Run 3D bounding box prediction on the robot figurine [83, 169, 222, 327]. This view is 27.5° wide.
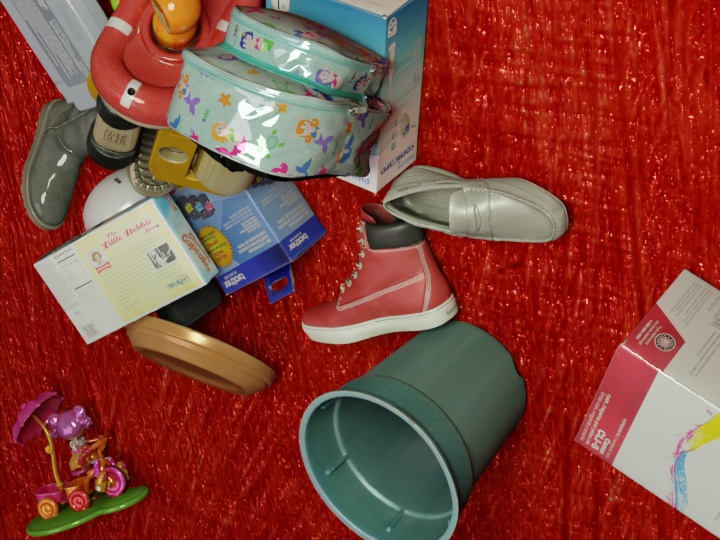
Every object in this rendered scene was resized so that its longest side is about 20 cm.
[{"bbox_3d":[-0.247,-0.030,1.775,0.149,0.125,0.201,-24,104,30],"label":"robot figurine"}]

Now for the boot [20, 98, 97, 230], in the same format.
[{"bbox_3d":[-0.317,-0.150,1.749,0.199,0.072,0.184,-9,74,40],"label":"boot"}]

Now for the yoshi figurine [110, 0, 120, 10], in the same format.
[{"bbox_3d":[-0.275,-0.371,1.580,0.112,0.112,0.202,10,131,48],"label":"yoshi figurine"}]

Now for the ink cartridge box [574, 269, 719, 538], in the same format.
[{"bbox_3d":[0.335,0.133,1.379,0.199,0.145,0.146,34,135,18],"label":"ink cartridge box"}]

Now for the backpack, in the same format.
[{"bbox_3d":[-0.077,-0.159,1.366,0.176,0.199,0.152,27,113,23],"label":"backpack"}]

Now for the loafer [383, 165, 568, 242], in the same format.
[{"bbox_3d":[0.114,-0.059,1.489,0.198,0.070,0.071,11,124,35],"label":"loafer"}]

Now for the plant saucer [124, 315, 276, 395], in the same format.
[{"bbox_3d":[-0.201,0.108,1.807,0.198,0.038,0.200,20,167,5],"label":"plant saucer"}]

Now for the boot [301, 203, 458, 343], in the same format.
[{"bbox_3d":[0.000,0.000,1.629,0.198,0.072,0.145,-13,109,36],"label":"boot"}]

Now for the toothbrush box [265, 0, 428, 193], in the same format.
[{"bbox_3d":[-0.017,-0.201,1.492,0.145,0.085,0.202,23,130,26],"label":"toothbrush box"}]

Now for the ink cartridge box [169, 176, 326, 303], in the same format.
[{"bbox_3d":[-0.132,-0.062,1.693,0.136,0.076,0.201,-26,101,46],"label":"ink cartridge box"}]

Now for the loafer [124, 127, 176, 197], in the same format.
[{"bbox_3d":[-0.220,-0.175,1.643,0.075,0.202,0.068,15,166,-21],"label":"loafer"}]

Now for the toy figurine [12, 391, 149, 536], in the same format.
[{"bbox_3d":[-0.424,0.264,2.137,0.198,0.150,0.186,-15,99,22],"label":"toy figurine"}]

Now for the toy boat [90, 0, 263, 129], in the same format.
[{"bbox_3d":[-0.180,-0.238,1.427,0.130,0.201,0.131,28,167,1],"label":"toy boat"}]

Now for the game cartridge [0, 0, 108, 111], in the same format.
[{"bbox_3d":[-0.331,-0.274,1.634,0.133,0.040,0.201,-1,126,54],"label":"game cartridge"}]

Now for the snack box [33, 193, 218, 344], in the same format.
[{"bbox_3d":[-0.272,-0.003,1.701,0.199,0.037,0.117,-25,104,30],"label":"snack box"}]

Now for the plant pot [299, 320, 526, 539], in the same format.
[{"bbox_3d":[0.070,0.164,1.585,0.199,0.196,0.202,22,131,28],"label":"plant pot"}]

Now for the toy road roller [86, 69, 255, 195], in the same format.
[{"bbox_3d":[-0.189,-0.180,1.551,0.198,0.147,0.123,17,153,-10],"label":"toy road roller"}]
